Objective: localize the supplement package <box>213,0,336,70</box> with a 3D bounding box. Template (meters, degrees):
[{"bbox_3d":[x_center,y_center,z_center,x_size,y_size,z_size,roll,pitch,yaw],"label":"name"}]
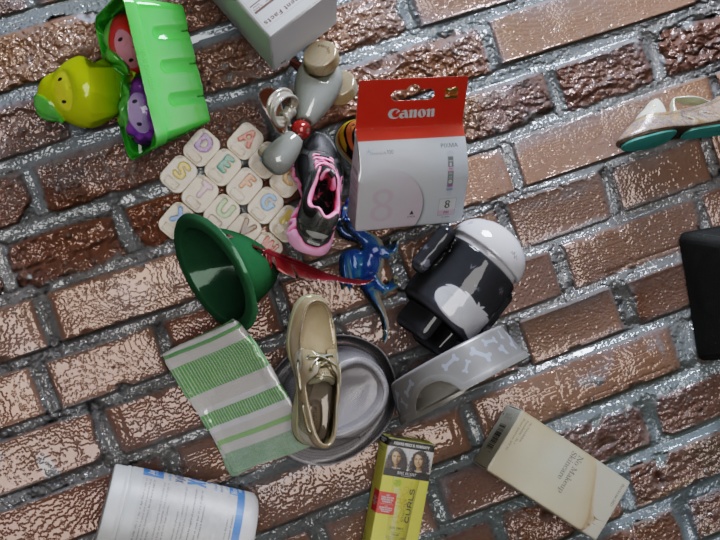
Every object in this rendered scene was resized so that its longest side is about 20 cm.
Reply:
[{"bbox_3d":[-0.136,-0.392,1.448,0.117,0.117,0.200,-39,83,-9],"label":"supplement package"}]

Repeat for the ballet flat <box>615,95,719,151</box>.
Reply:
[{"bbox_3d":[0.465,-0.225,1.625,0.199,0.068,0.068,-10,73,-16],"label":"ballet flat"}]

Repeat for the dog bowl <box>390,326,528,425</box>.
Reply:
[{"bbox_3d":[0.131,0.142,1.493,0.199,0.200,0.059,-27,81,-10],"label":"dog bowl"}]

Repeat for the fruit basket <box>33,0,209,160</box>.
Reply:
[{"bbox_3d":[-0.324,-0.248,1.429,0.215,0.155,0.217,2,85,-28],"label":"fruit basket"}]

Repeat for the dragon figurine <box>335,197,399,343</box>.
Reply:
[{"bbox_3d":[0.000,0.000,1.529,0.099,0.059,0.201,2,90,-11],"label":"dragon figurine"}]

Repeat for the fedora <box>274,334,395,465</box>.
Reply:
[{"bbox_3d":[-0.036,0.183,1.507,0.199,0.090,0.177,-30,96,-9],"label":"fedora"}]

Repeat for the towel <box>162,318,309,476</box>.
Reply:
[{"bbox_3d":[-0.170,0.174,1.474,0.152,0.023,0.201,-25,97,30],"label":"towel"}]

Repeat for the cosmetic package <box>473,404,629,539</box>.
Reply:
[{"bbox_3d":[0.277,0.293,1.581,0.200,0.073,0.104,33,84,-9],"label":"cosmetic package"}]

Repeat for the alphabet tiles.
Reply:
[{"bbox_3d":[-0.178,-0.099,1.516,0.200,0.015,0.196,42,83,-8],"label":"alphabet tiles"}]

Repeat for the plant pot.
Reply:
[{"bbox_3d":[0.614,0.023,1.592,0.199,0.177,0.201,-10,91,-11],"label":"plant pot"}]

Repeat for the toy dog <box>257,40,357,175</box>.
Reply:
[{"bbox_3d":[-0.091,-0.231,1.488,0.200,0.096,0.132,-46,141,-36],"label":"toy dog"}]

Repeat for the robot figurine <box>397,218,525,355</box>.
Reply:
[{"bbox_3d":[0.142,0.020,1.527,0.125,0.150,0.200,38,84,16],"label":"robot figurine"}]

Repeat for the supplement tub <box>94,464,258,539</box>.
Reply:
[{"bbox_3d":[-0.246,0.342,1.448,0.199,0.132,0.133,16,88,-12],"label":"supplement tub"}]

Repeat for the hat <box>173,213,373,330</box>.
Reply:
[{"bbox_3d":[-0.131,-0.023,1.489,0.176,0.165,0.201,-32,99,-33],"label":"hat"}]

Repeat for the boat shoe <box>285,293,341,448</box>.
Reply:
[{"bbox_3d":[-0.054,0.132,1.418,0.072,0.065,0.201,1,89,-28],"label":"boat shoe"}]

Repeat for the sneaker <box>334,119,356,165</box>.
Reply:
[{"bbox_3d":[0.053,-0.141,1.522,0.200,0.090,0.070,36,84,-9],"label":"sneaker"}]

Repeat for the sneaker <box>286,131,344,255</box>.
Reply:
[{"bbox_3d":[-0.051,-0.120,1.468,0.079,0.096,0.201,10,53,-15],"label":"sneaker"}]

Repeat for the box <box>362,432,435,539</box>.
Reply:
[{"bbox_3d":[0.050,0.338,1.547,0.075,0.050,0.201,12,89,-12],"label":"box"}]

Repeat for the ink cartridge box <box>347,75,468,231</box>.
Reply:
[{"bbox_3d":[0.069,-0.155,1.455,0.162,0.057,0.201,-6,126,-19],"label":"ink cartridge box"}]
